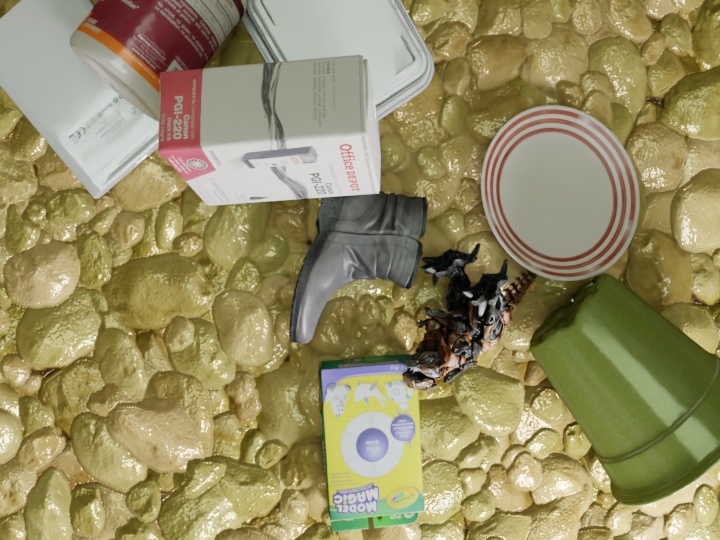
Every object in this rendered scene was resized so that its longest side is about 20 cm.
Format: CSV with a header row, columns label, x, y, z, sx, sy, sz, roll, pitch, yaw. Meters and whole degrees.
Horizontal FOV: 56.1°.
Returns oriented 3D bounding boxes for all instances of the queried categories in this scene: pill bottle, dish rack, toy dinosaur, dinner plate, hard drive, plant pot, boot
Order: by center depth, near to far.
label,x,y,z,sx,sy,sz,roll,pitch,yaw
pill bottle,-0.186,-0.266,0.680,0.113,0.114,0.202,36,82,-7
hard drive,-0.304,-0.200,0.734,0.131,0.027,0.201,-39,97,-1
dish rack,-0.025,-0.260,0.746,0.170,0.044,0.203,-32,96,-1
plant pot,0.292,0.112,0.748,0.200,0.200,0.191,-42,84,0
boot,0.000,0.000,0.755,0.129,0.070,0.205,18,94,-5
toy dinosaur,0.121,0.050,0.763,0.100,0.200,0.138,12,132,30
dinner plate,0.227,-0.088,0.775,0.195,0.024,0.206,2,80,-12

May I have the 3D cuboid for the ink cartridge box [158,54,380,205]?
label,x,y,z,sx,sy,sz,roll,pitch,yaw
ink cartridge box,-0.081,-0.132,0.671,0.195,0.146,0.087,-5,75,5

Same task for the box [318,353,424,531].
label,x,y,z,sx,sy,sz,roll,pitch,yaw
box,0.013,0.206,0.787,0.114,0.048,0.206,-4,97,-5
